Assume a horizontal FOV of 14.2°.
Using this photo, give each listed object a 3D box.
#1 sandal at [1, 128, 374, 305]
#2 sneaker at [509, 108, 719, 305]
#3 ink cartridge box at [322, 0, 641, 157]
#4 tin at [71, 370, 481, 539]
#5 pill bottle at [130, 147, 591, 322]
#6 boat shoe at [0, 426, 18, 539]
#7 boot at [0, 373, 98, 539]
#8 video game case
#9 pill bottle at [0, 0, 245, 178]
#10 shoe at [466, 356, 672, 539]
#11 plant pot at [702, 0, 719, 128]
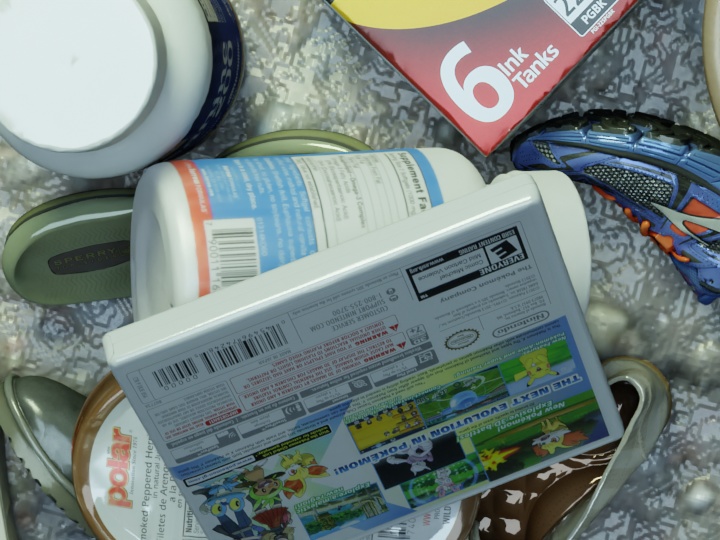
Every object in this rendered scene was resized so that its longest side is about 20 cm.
[{"bbox_3d":[-0.077,-0.011,1.419,0.201,0.057,0.080,-16,131,8],"label":"sandal"},{"bbox_3d":[0.166,-0.024,1.408,0.200,0.075,0.079,19,99,5],"label":"sneaker"},{"bbox_3d":[0.069,-0.186,1.397,0.176,0.084,0.200,43,96,1],"label":"ink cartridge box"},{"bbox_3d":[-0.040,0.096,1.394,0.200,0.042,0.112,4,97,-3],"label":"tin"},{"bbox_3d":[0.000,0.000,1.346,0.200,0.112,0.112,-3,94,-16],"label":"pill bottle"},{"bbox_3d":[-0.204,0.105,1.449,0.057,0.067,0.200,-9,97,1],"label":"boat shoe"},{"bbox_3d":[-0.055,0.064,1.432,0.200,0.073,0.182,-42,103,12],"label":"boot"},{"bbox_3d":[0.006,0.053,1.305,0.200,0.182,0.022,-21,48,2],"label":"video game case"},{"bbox_3d":[-0.119,-0.100,1.359,0.111,0.200,0.111,0,95,5],"label":"pill bottle"},{"bbox_3d":[0.074,0.118,1.434,0.070,0.053,0.200,43,96,0],"label":"shoe"},{"bbox_3d":[0.254,-0.109,1.342,0.200,0.175,0.201,0,95,4],"label":"plant pot"}]
